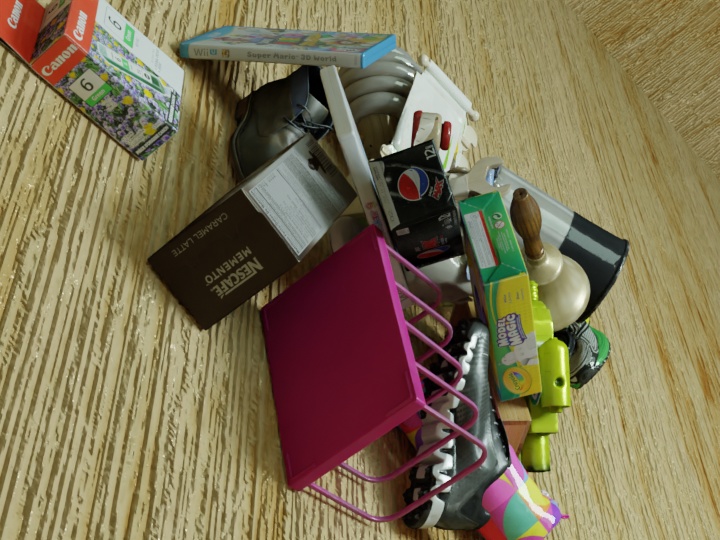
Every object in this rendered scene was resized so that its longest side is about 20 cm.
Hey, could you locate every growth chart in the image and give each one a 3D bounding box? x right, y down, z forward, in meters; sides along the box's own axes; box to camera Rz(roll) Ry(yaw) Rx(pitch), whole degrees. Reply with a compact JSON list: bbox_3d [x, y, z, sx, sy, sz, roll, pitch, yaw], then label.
[{"bbox_3d":[0.080,-0.148,1.618,0.145,0.018,0.201,50,49,-35],"label":"growth chart"}]

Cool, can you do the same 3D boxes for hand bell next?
[{"bbox_3d":[0.187,-0.027,1.501,0.200,0.103,0.105,68,2,-55],"label":"hand bell"}]

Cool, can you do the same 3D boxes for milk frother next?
[{"bbox_3d":[0.190,0.011,1.663,0.187,0.181,0.201,30,40,-3],"label":"milk frother"}]

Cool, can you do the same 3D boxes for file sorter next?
[{"bbox_3d":[0.015,0.095,1.212,0.125,0.139,0.201,36,28,-38],"label":"file sorter"}]

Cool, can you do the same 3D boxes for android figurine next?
[{"bbox_3d":[0.171,0.114,1.472,0.041,0.182,0.202,3,76,-14],"label":"android figurine"}]

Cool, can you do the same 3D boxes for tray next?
[{"bbox_3d":[0.132,0.113,1.471,0.037,0.099,0.201,1,44,-11],"label":"tray"}]

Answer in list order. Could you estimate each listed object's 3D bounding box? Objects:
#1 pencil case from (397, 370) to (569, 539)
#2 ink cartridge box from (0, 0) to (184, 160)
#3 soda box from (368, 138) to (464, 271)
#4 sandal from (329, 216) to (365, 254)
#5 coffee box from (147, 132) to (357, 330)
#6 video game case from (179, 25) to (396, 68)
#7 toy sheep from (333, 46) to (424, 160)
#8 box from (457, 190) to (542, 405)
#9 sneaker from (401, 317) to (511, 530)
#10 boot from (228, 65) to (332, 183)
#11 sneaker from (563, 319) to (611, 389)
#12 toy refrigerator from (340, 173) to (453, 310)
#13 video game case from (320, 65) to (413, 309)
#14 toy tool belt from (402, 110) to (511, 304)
[{"bbox_3d":[0.112,0.185,1.349,0.201,0.088,0.088,53,22,-3],"label":"pencil case"},{"bbox_3d":[-0.245,-0.200,1.235,0.200,0.050,0.109,42,25,-29],"label":"ink cartridge box"},{"bbox_3d":[0.054,-0.056,1.291,0.200,0.063,0.071,63,8,-78],"label":"soda box"},{"bbox_3d":[0.001,0.007,1.438,0.203,0.049,0.083,39,38,-62],"label":"sandal"},{"bbox_3d":[-0.090,-0.039,1.232,0.080,0.114,0.200,52,23,-7],"label":"coffee box"},{"bbox_3d":[-0.074,-0.239,1.484,0.143,0.198,0.018,-49,142,-67],"label":"video game case"},{"bbox_3d":[0.025,-0.203,1.677,0.138,0.137,0.201,35,33,-37],"label":"toy sheep"},{"bbox_3d":[0.136,0.035,1.350,0.201,0.048,0.118,73,3,-46],"label":"box"},{"bbox_3d":[0.100,0.146,1.279,0.090,0.066,0.202,19,74,-20],"label":"sneaker"},{"bbox_3d":[-0.077,-0.140,1.421,0.075,0.097,0.201,39,27,-33],"label":"boot"},{"bbox_3d":[0.263,0.079,1.830,0.085,0.078,0.201,33,21,-27],"label":"sneaker"},{"bbox_3d":[0.065,-0.031,1.552,0.200,0.076,0.070,39,64,-33],"label":"toy refrigerator"},{"bbox_3d":[0.006,-0.080,1.345,0.144,0.018,0.201,-105,175,-56],"label":"video game case"},{"bbox_3d":[0.107,-0.061,1.449,0.125,0.122,0.202,-62,156,-87],"label":"toy tool belt"}]
